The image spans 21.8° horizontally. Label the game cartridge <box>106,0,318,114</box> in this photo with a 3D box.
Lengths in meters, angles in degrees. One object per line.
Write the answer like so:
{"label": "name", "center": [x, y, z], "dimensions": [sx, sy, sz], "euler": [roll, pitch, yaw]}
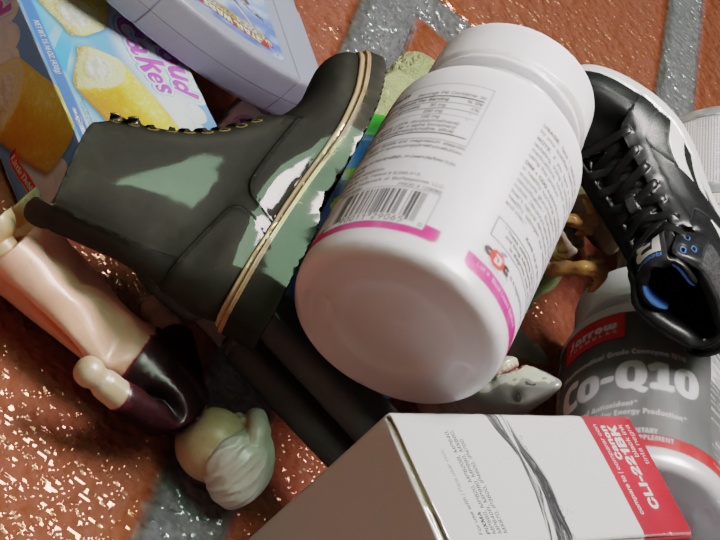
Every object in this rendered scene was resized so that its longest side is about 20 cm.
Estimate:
{"label": "game cartridge", "center": [-0.099, -0.173, 1.151], "dimensions": [0.200, 0.042, 0.133], "euler": [31, 26, -45]}

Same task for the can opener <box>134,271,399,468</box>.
{"label": "can opener", "center": [-0.057, 0.042, 1.014], "dimensions": [0.200, 0.053, 0.066], "euler": [44, 36, 11]}

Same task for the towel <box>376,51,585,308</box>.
{"label": "towel", "center": [0.070, -0.061, 1.323], "dimensions": [0.200, 0.036, 0.148], "euler": [50, 34, 1]}

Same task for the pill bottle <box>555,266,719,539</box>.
{"label": "pill bottle", "center": [0.183, 0.094, 1.220], "dimensions": [0.114, 0.114, 0.200], "euler": [34, 36, -18]}

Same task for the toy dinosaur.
{"label": "toy dinosaur", "center": [0.111, -0.015, 1.183], "dimensions": [0.106, 0.060, 0.200], "euler": [2, 7, -27]}

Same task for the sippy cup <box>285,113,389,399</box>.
{"label": "sippy cup", "center": [0.000, 0.000, 1.092], "dimensions": [0.140, 0.178, 0.130], "euler": [48, 28, -35]}

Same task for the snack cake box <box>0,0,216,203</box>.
{"label": "snack cake box", "center": [-0.167, -0.121, 1.100], "dimensions": [0.115, 0.067, 0.200], "euler": [0, 55, -46]}

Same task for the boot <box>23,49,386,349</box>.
{"label": "boot", "center": [-0.076, -0.070, 0.999], "dimensions": [0.138, 0.077, 0.200], "euler": [27, 49, -3]}

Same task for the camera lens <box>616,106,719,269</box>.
{"label": "camera lens", "center": [0.270, -0.014, 1.382], "dimensions": [0.160, 0.160, 0.200], "euler": [36, 35, -16]}

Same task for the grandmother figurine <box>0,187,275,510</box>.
{"label": "grandmother figurine", "center": [-0.121, 0.046, 0.991], "dimensions": [0.200, 0.061, 0.121], "euler": [46, 32, -6]}

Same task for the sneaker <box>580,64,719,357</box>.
{"label": "sneaker", "center": [0.179, -0.039, 1.164], "dimensions": [0.200, 0.073, 0.112], "euler": [53, 24, -1]}

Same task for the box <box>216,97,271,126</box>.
{"label": "box", "center": [-0.006, -0.045, 1.222], "dimensions": [0.200, 0.039, 0.041], "euler": [40, 32, -10]}

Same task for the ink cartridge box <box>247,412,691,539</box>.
{"label": "ink cartridge box", "center": [0.054, 0.148, 0.996], "dimensions": [0.200, 0.144, 0.084], "euler": [4, 51, -46]}

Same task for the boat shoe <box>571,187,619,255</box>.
{"label": "boat shoe", "center": [0.182, -0.059, 1.329], "dimensions": [0.072, 0.076, 0.200], "euler": [51, 5, -11]}

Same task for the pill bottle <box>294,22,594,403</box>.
{"label": "pill bottle", "center": [0.052, -0.036, 0.993], "dimensions": [0.113, 0.113, 0.200], "euler": [39, 48, -11]}

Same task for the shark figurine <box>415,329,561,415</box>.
{"label": "shark figurine", "center": [0.065, 0.077, 1.166], "dimensions": [0.214, 0.128, 0.090], "euler": [-73, 147, -77]}
